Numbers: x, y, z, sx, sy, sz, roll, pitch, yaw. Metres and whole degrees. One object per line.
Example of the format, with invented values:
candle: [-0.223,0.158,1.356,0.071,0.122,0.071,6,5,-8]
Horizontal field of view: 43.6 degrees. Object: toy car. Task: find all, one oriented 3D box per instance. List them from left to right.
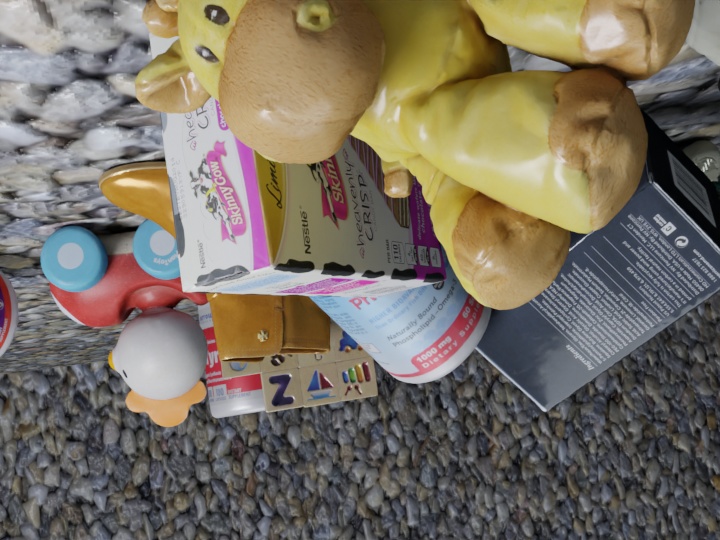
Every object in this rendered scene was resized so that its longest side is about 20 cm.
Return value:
toy car: [-0.228,0.063,0.936,0.173,0.204,0.184,-8,172,-6]

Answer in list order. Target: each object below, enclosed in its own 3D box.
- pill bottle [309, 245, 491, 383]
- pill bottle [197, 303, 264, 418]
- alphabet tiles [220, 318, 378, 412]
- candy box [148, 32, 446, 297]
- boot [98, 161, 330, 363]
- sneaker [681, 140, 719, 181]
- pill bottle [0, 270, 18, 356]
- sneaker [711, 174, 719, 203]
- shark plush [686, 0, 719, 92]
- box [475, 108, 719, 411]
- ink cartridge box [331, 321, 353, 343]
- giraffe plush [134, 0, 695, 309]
pill bottle: [0.005,-0.011,0.691,0.108,0.110,0.200,-15,130,44]
pill bottle: [-0.153,0.083,1.176,0.110,0.204,0.112,-9,172,-1]
alphabet tiles: [-0.047,0.014,0.776,0.163,0.204,0.006,-8,176,-7]
candy box: [-0.026,-0.058,0.519,0.060,0.139,0.199,-14,172,29]
boot: [-0.112,-0.002,0.717,0.197,0.147,0.071,7,163,-21]
sneaker: [0.296,-0.084,0.987,0.076,0.112,0.201,17,125,-30]
pill bottle: [-0.433,0.040,0.865,0.110,0.115,0.200,-11,173,18]
sneaker: [0.381,-0.076,0.793,0.199,0.092,0.078,-41,-168,-1]
shark plush: [0.234,-0.142,0.484,0.197,0.092,0.084,4,136,-40]
box: [0.194,-0.010,0.752,0.200,0.107,0.149,-44,-166,30]
ink cartridge box: [0.000,0.000,0.870,0.196,0.201,0.041,-8,128,-4]
giraffe plush: [0.002,-0.092,0.360,0.160,0.176,0.200,8,-162,-31]
